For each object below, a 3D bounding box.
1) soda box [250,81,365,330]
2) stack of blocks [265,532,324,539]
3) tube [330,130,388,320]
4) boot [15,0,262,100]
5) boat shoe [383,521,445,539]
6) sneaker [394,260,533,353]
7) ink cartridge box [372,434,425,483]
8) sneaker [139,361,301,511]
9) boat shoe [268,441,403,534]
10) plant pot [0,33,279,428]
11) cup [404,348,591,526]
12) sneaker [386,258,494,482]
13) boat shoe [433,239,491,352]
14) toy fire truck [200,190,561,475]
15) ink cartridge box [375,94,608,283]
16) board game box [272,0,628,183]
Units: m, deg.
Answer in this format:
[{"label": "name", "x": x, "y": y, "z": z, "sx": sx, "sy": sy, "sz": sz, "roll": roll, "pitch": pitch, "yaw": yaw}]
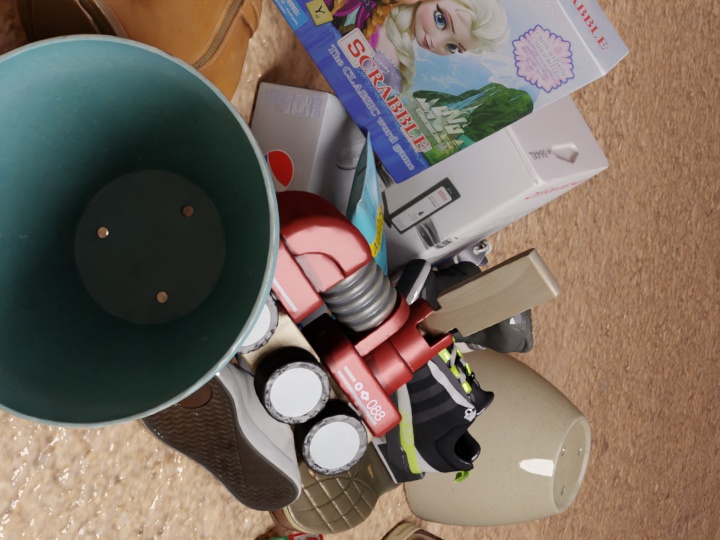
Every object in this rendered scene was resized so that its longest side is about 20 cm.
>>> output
[{"label": "soda box", "x": -0.053, "y": -0.034, "z": 0.914, "sx": 0.068, "sy": 0.063, "sz": 0.200, "roll": 13, "pitch": 90, "yaw": -61}, {"label": "stack of blocks", "x": -0.041, "y": 0.333, "z": 1.018, "sx": 0.115, "sy": 0.058, "sz": 0.200, "roll": -111, "pitch": -167, "yaw": -59}, {"label": "tube", "x": 0.000, "y": 0.000, "z": 0.910, "sx": 0.078, "sy": 0.050, "sz": 0.200, "roll": -91, "pitch": -179, "yaw": -48}, {"label": "boot", "x": -0.117, "y": -0.171, "z": 0.740, "sx": 0.155, "sy": 0.077, "sz": 0.200, "roll": -66, "pitch": 150, "yaw": -16}, {"label": "boat shoe", "x": 0.029, "y": 0.319, "z": 1.180, "sx": 0.200, "sy": 0.072, "sz": 0.072, "roll": -35, "pitch": 130, "yaw": -50}, {"label": "sneaker", "x": 0.079, "y": 0.035, "z": 1.003, "sx": 0.091, "sy": 0.200, "sz": 0.076, "roll": -10, "pitch": 92, "yaw": -15}, {"label": "ink cartridge box", "x": 0.052, "y": 0.090, "z": 1.102, "sx": 0.095, "sy": 0.037, "sz": 0.200, "roll": 62, "pitch": 29, "yaw": -23}, {"label": "sneaker", "x": -0.108, "y": 0.091, "z": 0.888, "sx": 0.085, "sy": 0.073, "sz": 0.200, "roll": -96, "pitch": 161, "yaw": -47}, {"label": "boat shoe", "x": -0.024, "y": 0.176, "z": 1.032, "sx": 0.200, "sy": 0.067, "sz": 0.072, "roll": -18, "pitch": 92, "yaw": -61}, {"label": "plant pot", "x": -0.134, "y": -0.017, "z": 0.684, "sx": 0.135, "sy": 0.200, "sz": 0.200, "roll": 23, "pitch": 80, "yaw": -83}, {"label": "cup", "x": 0.156, "y": 0.184, "z": 1.275, "sx": 0.200, "sy": 0.143, "sz": 0.201, "roll": -31, "pitch": 127, "yaw": -52}, {"label": "sneaker", "x": 0.066, "y": 0.079, "z": 0.955, "sx": 0.072, "sy": 0.083, "sz": 0.200, "roll": -62, "pitch": 154, "yaw": -53}, {"label": "boat shoe", "x": 0.099, "y": -0.017, "z": 1.145, "sx": 0.073, "sy": 0.063, "sz": 0.200, "roll": -55, "pitch": 132, "yaw": -57}, {"label": "toy fire truck", "x": 0.008, "y": 0.018, "z": 0.807, "sx": 0.200, "sy": 0.129, "sz": 0.176, "roll": -36, "pitch": 117, "yaw": -5}, {"label": "ink cartridge box", "x": 0.078, "y": -0.065, "z": 0.983, "sx": 0.146, "sy": 0.200, "sz": 0.084, "roll": -18, "pitch": 78, "yaw": -56}, {"label": "board game box", "x": 0.043, "y": -0.180, "z": 0.813, "sx": 0.200, "sy": 0.199, "sz": 0.041, "roll": 55, "pitch": 47, "yaw": -9}]
